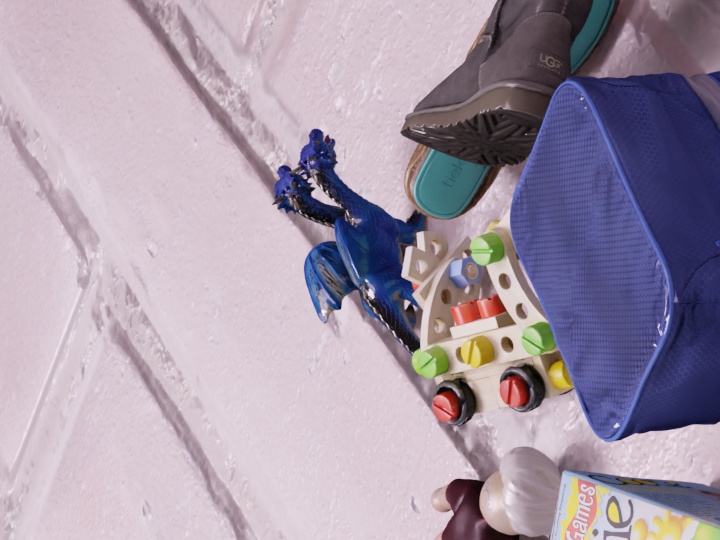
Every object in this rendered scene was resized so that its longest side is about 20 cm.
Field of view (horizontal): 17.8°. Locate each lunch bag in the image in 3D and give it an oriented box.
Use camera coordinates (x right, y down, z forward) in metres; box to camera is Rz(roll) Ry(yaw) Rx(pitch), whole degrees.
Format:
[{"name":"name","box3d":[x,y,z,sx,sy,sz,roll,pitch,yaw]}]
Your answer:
[{"name":"lunch bag","box3d":[0.175,-0.016,1.235,0.136,0.131,0.201,110,149,-47]}]

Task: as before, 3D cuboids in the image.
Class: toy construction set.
[{"name":"toy construction set","box3d":[0.081,0.020,1.407,0.200,0.092,0.132,-14,95,64]}]

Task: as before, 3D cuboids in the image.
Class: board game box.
[{"name":"board game box","box3d":[0.192,0.176,1.182,0.200,0.104,0.104,15,95,58]}]

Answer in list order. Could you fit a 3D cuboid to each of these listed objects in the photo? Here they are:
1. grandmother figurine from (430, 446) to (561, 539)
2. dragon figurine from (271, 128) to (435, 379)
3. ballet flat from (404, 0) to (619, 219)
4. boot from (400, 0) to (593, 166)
[{"name":"grandmother figurine","box3d":[0.065,0.181,1.428,0.200,0.060,0.122,-55,49,40]},{"name":"dragon figurine","box3d":[0.000,0.000,1.533,0.059,0.099,0.201,-46,46,43]},{"name":"ballet flat","box3d":[0.093,-0.122,1.450,0.201,0.068,0.072,-58,10,18]},{"name":"boot","box3d":[0.102,-0.168,1.349,0.182,0.072,0.201,-11,63,63]}]
